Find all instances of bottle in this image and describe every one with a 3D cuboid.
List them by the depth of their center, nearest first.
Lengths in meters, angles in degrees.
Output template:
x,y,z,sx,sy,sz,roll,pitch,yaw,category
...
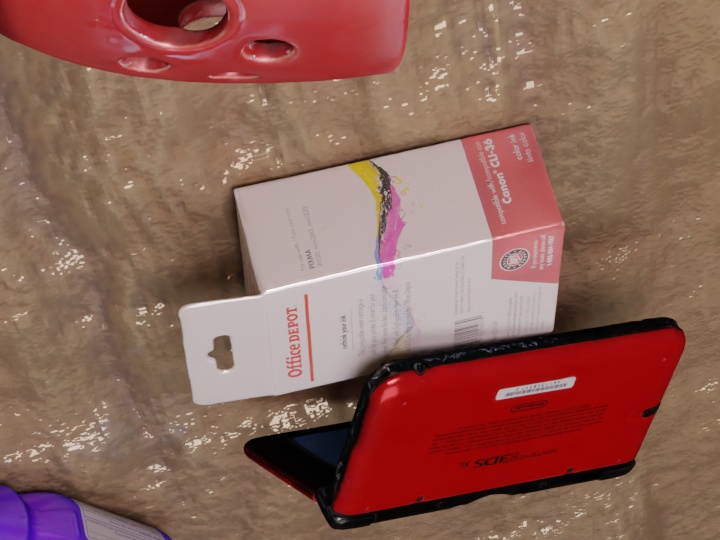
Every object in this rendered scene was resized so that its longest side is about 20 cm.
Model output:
x,y,z,sx,sy,sz,roll,pitch,yaw,category
-0.193,0.173,1.449,0.083,0.066,0.200,-31,146,24,bottle

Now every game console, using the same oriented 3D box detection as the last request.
x,y,z,sx,sy,sz,roll,pitch,yaw,category
0.055,0.068,1.353,0.199,0.119,0.173,-8,137,-27,game console

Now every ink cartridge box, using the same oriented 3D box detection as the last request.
x,y,z,sx,sy,sz,roll,pitch,yaw,category
0.000,0.000,1.246,0.199,0.068,0.117,-13,150,-7,ink cartridge box

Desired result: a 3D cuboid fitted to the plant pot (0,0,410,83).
x,y,z,sx,sy,sz,roll,pitch,yaw,category
-0.080,-0.163,0.821,0.181,0.202,0.201,-2,149,-2,plant pot
